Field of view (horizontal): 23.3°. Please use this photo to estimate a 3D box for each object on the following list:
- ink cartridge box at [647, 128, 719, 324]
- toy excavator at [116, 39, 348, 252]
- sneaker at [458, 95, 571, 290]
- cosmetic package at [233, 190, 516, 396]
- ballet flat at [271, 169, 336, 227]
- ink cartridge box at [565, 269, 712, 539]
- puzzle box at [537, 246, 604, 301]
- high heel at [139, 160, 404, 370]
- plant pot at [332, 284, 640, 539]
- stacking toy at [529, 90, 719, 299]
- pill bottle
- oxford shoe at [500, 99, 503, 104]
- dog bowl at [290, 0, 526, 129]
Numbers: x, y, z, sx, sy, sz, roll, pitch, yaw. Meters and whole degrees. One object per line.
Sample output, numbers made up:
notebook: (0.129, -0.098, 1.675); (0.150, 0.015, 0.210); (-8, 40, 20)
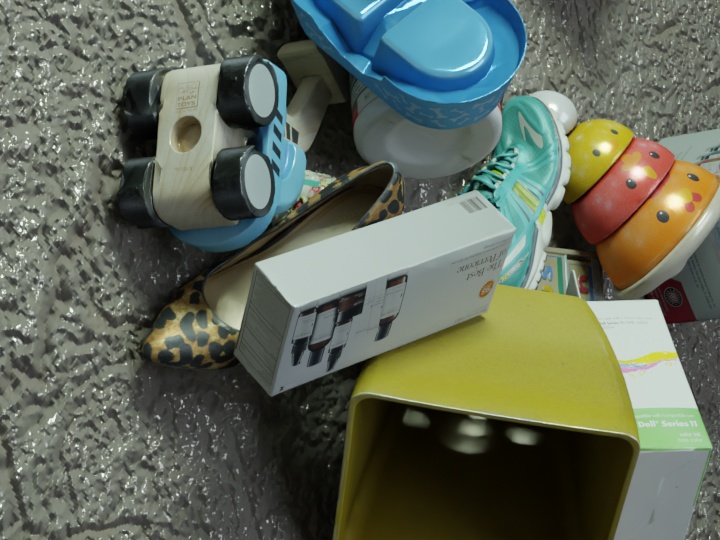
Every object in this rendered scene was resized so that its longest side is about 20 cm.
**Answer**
ink cartridge box: (0.379, -0.051, 1.712); (0.145, 0.198, 0.146); (-45, 119, -45)
toy excavator: (-0.075, -0.097, 1.241); (0.200, 0.099, 0.197); (33, 56, -60)
sneaker: (0.126, -0.065, 1.497); (0.079, 0.077, 0.202); (29, 62, -36)
cosmetic package: (0.012, 0.014, 1.190); (0.199, 0.051, 0.083); (-20, 142, -36)
ballet flat: (0.000, 0.000, 1.328); (0.200, 0.063, 0.076); (48, 52, -37)
ink cartridge box: (0.204, 0.103, 1.351); (0.201, 0.066, 0.118); (-101, -167, -48)
puzzle box: (0.181, 0.080, 1.577); (0.132, 0.025, 0.203); (4, 81, -52)
high heel: (-0.058, -0.009, 1.182); (0.199, 0.143, 0.072); (-26, 69, -41)
plant pot: (0.091, 0.117, 1.294); (0.177, 0.198, 0.201); (-80, 178, -50)
stacking toy: (0.221, -0.085, 1.585); (0.200, 0.146, 0.146); (41, 48, -5)
pill bottle: (0.044, -0.183, 1.348); (0.114, 0.113, 0.202); (30, 46, -45)
oxford shoe: (0.077, -0.130, 1.445); (0.200, 0.072, 0.085); (-48, 133, -38)
dog bowl: (0.029, -0.177, 1.251); (0.111, 0.200, 0.050); (-40, 157, -21)
